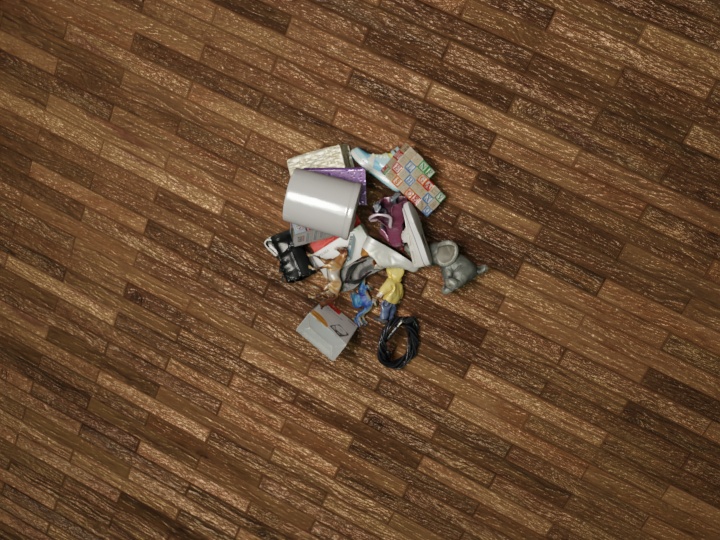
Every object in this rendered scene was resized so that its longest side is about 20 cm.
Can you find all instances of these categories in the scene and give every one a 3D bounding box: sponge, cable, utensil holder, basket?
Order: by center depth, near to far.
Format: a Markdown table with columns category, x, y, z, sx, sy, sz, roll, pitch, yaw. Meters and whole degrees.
| category | x | y | z | sx | sy | sz | roll | pitch | yaw |
| --- | --- | --- | --- | --- | --- | --- | --- | --- | --- |
| utensil holder | -0.110 | -0.194 | 1.557 | 0.197 | 0.170 | 0.173 | 14 | 103 | 0 |
| sponge | -0.080 | -0.255 | 1.632 | 0.196 | 0.030 | 0.113 | 0 | 117 | 5 |
| basket | -0.123 | -0.314 | 1.706 | 0.197 | 0.123 | 0.138 | -13 | 98 | 13 |
| cable | 0.123 | 0.245 | 1.758 | 0.051 | 0.161 | 0.203 | 31 | 125 | 43 |

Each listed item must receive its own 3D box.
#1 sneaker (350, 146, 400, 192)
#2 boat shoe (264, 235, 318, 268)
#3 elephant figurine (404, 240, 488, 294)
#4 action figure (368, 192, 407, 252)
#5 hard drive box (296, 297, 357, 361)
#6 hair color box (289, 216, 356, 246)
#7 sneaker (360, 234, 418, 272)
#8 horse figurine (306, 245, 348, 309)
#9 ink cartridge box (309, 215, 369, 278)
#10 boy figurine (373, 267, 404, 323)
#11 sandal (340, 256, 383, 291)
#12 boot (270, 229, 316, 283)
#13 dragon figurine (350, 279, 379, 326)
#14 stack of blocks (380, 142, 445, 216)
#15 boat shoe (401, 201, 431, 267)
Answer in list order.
| category | x | y | z | sx | sy | sz | roll | pitch | yaw |
| --- | --- | --- | --- | --- | --- | --- | --- | --- | --- |
| sneaker | 0.076 | -0.355 | 1.686 | 0.199 | 0.080 | 0.131 | 35 | 107 | -7 |
| boat shoe | -0.237 | -0.047 | 1.806 | 0.198 | 0.065 | 0.074 | 27 | 104 | 5 |
| elephant figurine | 0.263 | -0.038 | 1.683 | 0.154 | 0.141 | 0.202 | -28 | 85 | -28 |
| action figure | 0.114 | -0.134 | 1.681 | 0.132 | 0.150 | 0.202 | -4 | 126 | 18 |
| hard drive box | -0.105 | 0.189 | 1.756 | 0.155 | 0.200 | 0.077 | 40 | 104 | 1 |
| hair color box | -0.119 | -0.143 | 1.678 | 0.197 | 0.099 | 0.061 | -16 | 72 | -14 |
| sneaker | 0.088 | -0.032 | 1.706 | 0.198 | 0.073 | 0.085 | 28 | 100 | -13 |
| horse figurine | -0.103 | 0.022 | 1.718 | 0.130 | 0.050 | 0.204 | -1 | 86 | -20 |
| ink cartridge box | -0.076 | -0.100 | 1.778 | 0.198 | 0.045 | 0.178 | -31 | 95 | 14 |
| boy figurine | 0.095 | 0.072 | 1.746 | 0.064 | 0.123 | 0.204 | 11 | 91 | 39 |
| sandal | 0.000 | -0.001 | 1.742 | 0.199 | 0.048 | 0.076 | -32 | 84 | 7 |
| boot | -0.187 | -0.060 | 1.746 | 0.196 | 0.073 | 0.165 | -21 | 83 | -8 |
| dragon figurine | 0.000 | 0.089 | 1.790 | 0.098 | 0.059 | 0.203 | -18 | 98 | 13 |
| stack of blocks | 0.172 | -0.277 | 1.647 | 0.115 | 0.059 | 0.199 | -45 | 116 | 10 |
| boat shoe | 0.157 | -0.105 | 1.633 | 0.065 | 0.072 | 0.203 | -16 | 103 | 23 |
